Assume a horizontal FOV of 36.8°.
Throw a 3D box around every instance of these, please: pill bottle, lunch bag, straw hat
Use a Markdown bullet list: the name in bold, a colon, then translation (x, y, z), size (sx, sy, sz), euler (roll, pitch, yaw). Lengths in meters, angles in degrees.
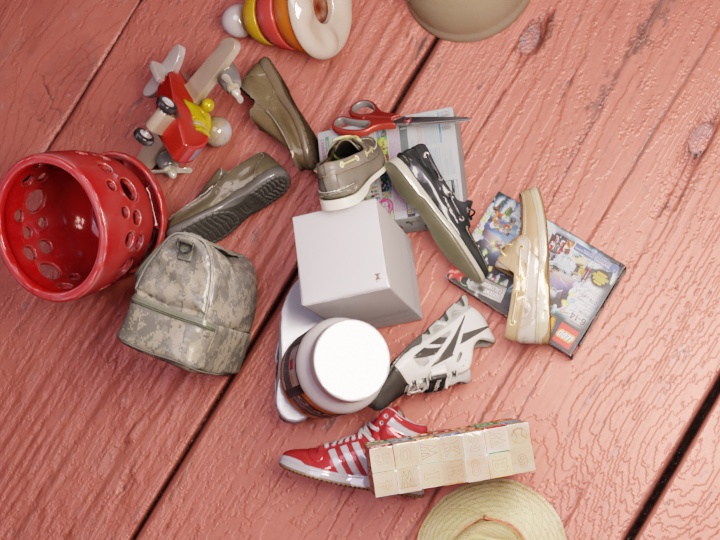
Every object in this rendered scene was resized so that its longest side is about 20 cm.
- **pill bottle**: translation (-0.032, 0.121, 1.346), size (0.114, 0.200, 0.119), euler (2, 80, -13)
- **lunch bag**: translation (-0.220, 0.043, 1.465), size (0.137, 0.200, 0.170), euler (20, 86, 16)
- **straw hat**: translation (0.156, 0.354, 1.340), size (0.197, 0.085, 0.205), euler (-4, 76, 15)

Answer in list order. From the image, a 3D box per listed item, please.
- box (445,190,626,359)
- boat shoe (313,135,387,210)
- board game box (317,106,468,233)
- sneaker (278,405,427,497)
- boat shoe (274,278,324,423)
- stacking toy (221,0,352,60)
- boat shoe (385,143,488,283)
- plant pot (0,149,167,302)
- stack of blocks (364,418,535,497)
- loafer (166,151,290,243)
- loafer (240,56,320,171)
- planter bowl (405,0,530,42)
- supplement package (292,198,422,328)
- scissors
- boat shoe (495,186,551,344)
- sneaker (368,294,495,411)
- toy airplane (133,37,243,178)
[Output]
- **box**: translation (0.230, 0.005, 1.425), size (0.198, 0.040, 0.138), euler (32, 88, 20)
- **boat shoe**: translation (-0.012, -0.139, 1.385), size (0.071, 0.202, 0.061), euler (-9, 112, 17)
- **board game box**: translation (0.045, -0.129, 1.498), size (0.196, 0.064, 0.150), euler (-8, 74, 13)
- **sneaker**: translation (-0.005, 0.227, 1.424), size (0.196, 0.071, 0.115), euler (8, 83, 10)
- **boat shoe**: translation (-0.082, 0.107, 1.476), size (0.070, 0.068, 0.204), euler (8, 79, -12)
- **stacking toy**: translation (-0.123, -0.379, 1.590), size (0.197, 0.145, 0.149), euler (2, 77, 35)
- **boat shoe**: translation (0.115, -0.078, 1.403), size (0.066, 0.074, 0.200), euler (-39, 91, -16)
- **plant pot**: translation (-0.380, -0.071, 1.521), size (0.197, 0.182, 0.205), euler (6, 103, 27)
- **stack of blocks**: translation (0.106, 0.229, 1.337), size (0.196, 0.115, 0.060), euler (-8, 85, -5)
- **loafer**: translation (-0.195, -0.103, 1.563), size (0.198, 0.075, 0.070), euler (-29, 59, 3)
- **loafer**: translation (-0.117, -0.216, 1.562), size (0.067, 0.076, 0.202), euler (-31, 61, 8)
- **planter bowl**: translation (0.141, -0.439, 1.505), size (0.196, 0.135, 0.204), euler (-4, 76, 16)
- **supplement package**: translation (0.000, 0.000, 1.407), size (0.115, 0.200, 0.120), euler (-11, 74, 12)
- **scissors**: translation (0.051, -0.196, 1.461), size (0.197, 0.014, 0.073), euler (16, 50, 33)
- **boat shoe**: translation (0.205, -0.007, 1.374), size (0.068, 0.074, 0.204), euler (-2, 77, 9)
- **sneaker**: translation (0.097, 0.125, 1.398), size (0.199, 0.074, 0.089), euler (-41, 80, -19)
- **toy airplane**: translation (-0.251, -0.232, 1.580), size (0.199, 0.140, 0.202), euler (-6, 60, 58)
